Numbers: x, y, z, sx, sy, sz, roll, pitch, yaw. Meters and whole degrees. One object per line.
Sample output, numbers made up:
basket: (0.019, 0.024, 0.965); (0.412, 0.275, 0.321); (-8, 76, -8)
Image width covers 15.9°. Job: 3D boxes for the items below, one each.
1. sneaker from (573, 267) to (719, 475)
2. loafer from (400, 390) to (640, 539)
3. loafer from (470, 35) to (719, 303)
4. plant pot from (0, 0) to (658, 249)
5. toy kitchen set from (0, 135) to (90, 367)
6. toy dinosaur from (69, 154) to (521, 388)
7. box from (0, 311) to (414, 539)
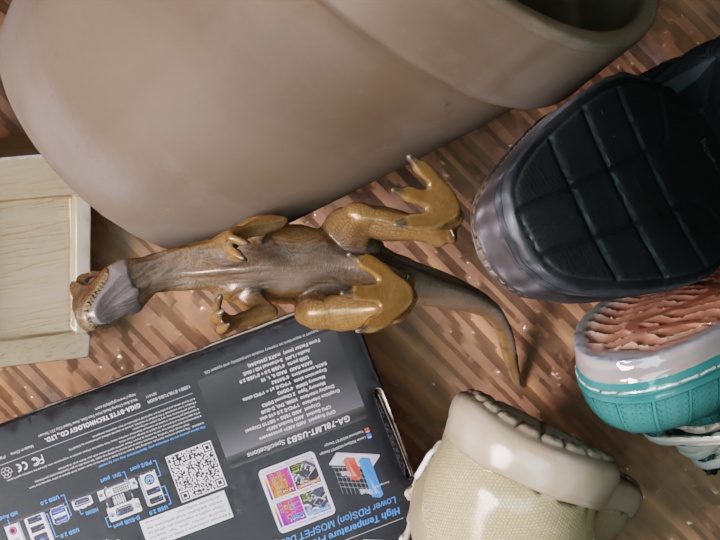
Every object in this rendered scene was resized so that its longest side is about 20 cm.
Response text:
sneaker: (0.132, 0.039, 0.864); (0.071, 0.200, 0.080); (-4, 96, 30)
loafer: (0.048, 0.084, 0.874); (0.076, 0.200, 0.068); (29, 87, 12)
loafer: (0.086, -0.027, 0.861); (0.072, 0.200, 0.073); (-23, 90, 36)
plant pot: (-0.027, -0.101, 0.882); (0.200, 0.200, 0.174); (46, 119, -1)
toy kitchen set: (-0.226, -0.054, 0.962); (0.200, 0.180, 0.164); (-6, 105, -32)
toy dinosaur: (0.000, 0.000, 0.886); (0.199, 0.106, 0.061); (7, 79, -28)
box: (-0.062, 0.136, 0.940); (0.199, 0.050, 0.199); (-21, 86, -6)
